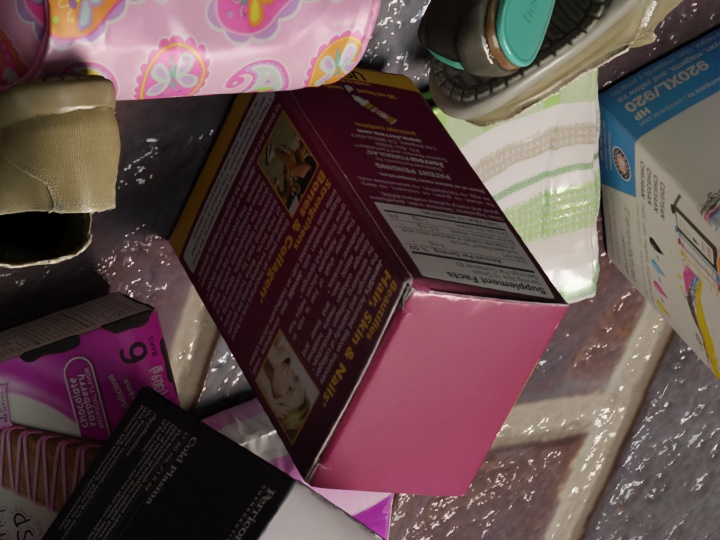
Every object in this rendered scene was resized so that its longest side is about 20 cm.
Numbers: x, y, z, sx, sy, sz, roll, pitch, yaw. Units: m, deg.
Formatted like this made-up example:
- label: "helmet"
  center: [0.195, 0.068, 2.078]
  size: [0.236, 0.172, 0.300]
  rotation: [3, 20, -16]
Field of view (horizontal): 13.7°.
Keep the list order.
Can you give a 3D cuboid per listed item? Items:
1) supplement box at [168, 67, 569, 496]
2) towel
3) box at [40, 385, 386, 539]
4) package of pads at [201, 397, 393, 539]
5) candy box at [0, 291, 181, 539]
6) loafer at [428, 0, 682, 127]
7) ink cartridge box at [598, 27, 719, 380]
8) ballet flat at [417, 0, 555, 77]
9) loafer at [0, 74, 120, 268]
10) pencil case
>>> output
- label: "supplement box"
  center: [0.000, 0.000, 1.524]
  size: [0.103, 0.200, 0.131]
  rotation: [7, 125, -34]
- label: "towel"
  center: [0.075, -0.036, 1.697]
  size: [0.149, 0.031, 0.201]
  rotation: [-25, 140, -20]
- label: "box"
  center: [-0.089, 0.185, 1.472]
  size: [0.104, 0.182, 0.201]
  rotation: [36, 85, -29]
- label: "package of pads"
  center: [-0.044, 0.155, 1.753]
  size: [0.120, 0.076, 0.201]
  rotation: [-18, 138, -24]
- label: "candy box"
  center: [-0.187, 0.108, 1.545]
  size: [0.199, 0.061, 0.137]
  rotation: [-20, 106, -22]
- label: "loafer"
  center: [0.127, -0.135, 1.603]
  size: [0.200, 0.075, 0.070]
  rotation: [-35, 138, -6]
- label: "ink cartridge box"
  center: [0.249, -0.024, 1.714]
  size: [0.144, 0.200, 0.148]
  rotation: [-28, 141, -15]
- label: "ballet flat"
  center: [0.084, -0.182, 1.511]
  size: [0.068, 0.068, 0.200]
  rotation: [56, 52, -37]
- label: "loafer"
  center: [-0.169, -0.030, 1.407]
  size: [0.076, 0.068, 0.200]
  rotation: [-3, 164, -25]
- label: "pencil case"
  center: [-0.088, -0.127, 1.425]
  size: [0.199, 0.088, 0.088]
  rotation: [-7, 132, -36]
